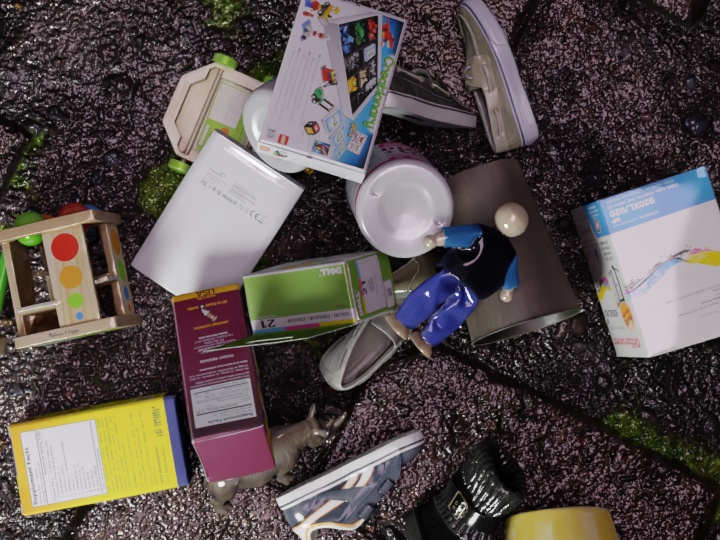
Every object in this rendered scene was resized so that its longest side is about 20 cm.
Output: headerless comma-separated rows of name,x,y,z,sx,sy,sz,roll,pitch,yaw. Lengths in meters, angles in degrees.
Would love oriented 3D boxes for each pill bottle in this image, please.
pill bottle,0.041,-0.091,1.591,0.112,0.200,0.114,-2,104,-6
pill bottle,-0.041,-0.208,1.613,0.111,0.111,0.200,52,52,-1

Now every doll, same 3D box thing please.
doll,0.117,0.002,1.519,0.136,0.049,0.200,38,100,-25

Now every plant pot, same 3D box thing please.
plant pot,0.249,0.390,1.615,0.199,0.201,0.190,-3,72,-5

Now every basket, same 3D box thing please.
basket,0.174,-0.024,1.639,0.135,0.180,0.201,-22,80,25

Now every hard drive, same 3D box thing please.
hard drive,-0.176,-0.054,1.639,0.131,0.026,0.201,33,103,-3

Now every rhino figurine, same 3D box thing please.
rhino figurine,-0.103,0.223,1.626,0.199,0.088,0.060,-27,59,-6

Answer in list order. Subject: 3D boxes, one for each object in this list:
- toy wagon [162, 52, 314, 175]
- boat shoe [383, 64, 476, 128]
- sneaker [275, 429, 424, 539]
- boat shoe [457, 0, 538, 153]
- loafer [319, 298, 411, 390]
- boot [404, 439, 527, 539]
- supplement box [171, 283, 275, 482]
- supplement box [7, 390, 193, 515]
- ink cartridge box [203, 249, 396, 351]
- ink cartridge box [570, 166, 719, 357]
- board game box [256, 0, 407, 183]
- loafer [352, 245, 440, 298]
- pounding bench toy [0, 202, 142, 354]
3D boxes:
toy wagon,-0.145,-0.172,1.668,0.199,0.040,0.156,23,86,-4
boat shoe,0.081,-0.213,1.623,0.070,0.199,0.064,7,89,37
sneaker,0.000,0.269,1.646,0.199,0.078,0.080,-28,86,6
boat shoe,0.162,-0.245,1.680,0.062,0.072,0.201,-24,93,-8
loafer,0.033,0.071,1.652,0.070,0.070,0.200,42,87,-24
boot,0.145,0.320,1.586,0.158,0.079,0.212,-43,48,19
supplement box,-0.162,0.132,1.574,0.085,0.111,0.201,-12,56,-3
supplement box,-0.310,0.217,1.605,0.199,0.110,0.110,-9,89,-6
ink cartridge box,-0.070,0.033,1.513,0.147,0.200,0.076,-8,94,30
ink cartridge box,0.370,-0.006,1.651,0.144,0.147,0.201,-18,89,-5
board game box,-0.031,-0.210,1.509,0.125,0.035,0.201,17,72,-4
loafer,0.000,0.000,1.629,0.199,0.070,0.076,-13,49,16
pounding bench toy,-0.385,0.010,1.596,0.199,0.124,0.157,-13,89,4
